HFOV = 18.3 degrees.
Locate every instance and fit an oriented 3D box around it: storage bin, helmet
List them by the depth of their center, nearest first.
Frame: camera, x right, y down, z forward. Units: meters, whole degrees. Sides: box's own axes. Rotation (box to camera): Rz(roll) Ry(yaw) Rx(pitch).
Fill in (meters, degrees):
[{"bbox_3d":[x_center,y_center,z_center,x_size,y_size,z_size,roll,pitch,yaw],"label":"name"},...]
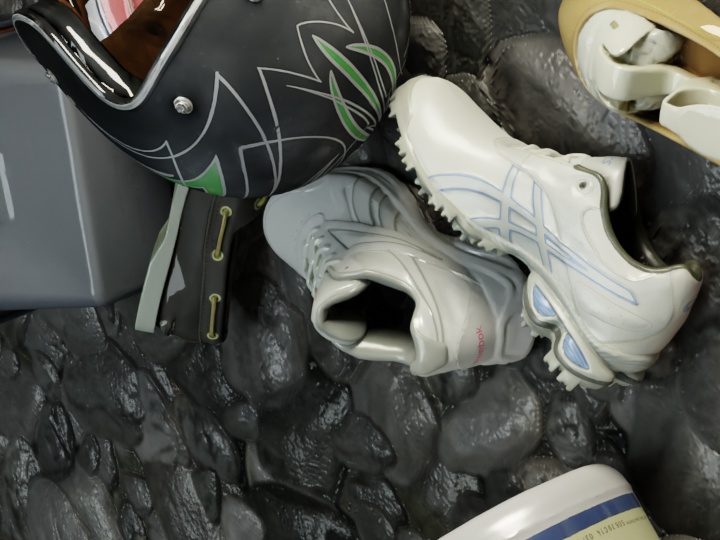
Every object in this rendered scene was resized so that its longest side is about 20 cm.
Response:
[{"bbox_3d":[-0.066,-0.132,1.190,0.191,0.200,0.200,29,127,28],"label":"helmet"},{"bbox_3d":[-0.205,-0.062,1.452,0.134,0.145,0.200,3,108,40],"label":"storage bin"}]

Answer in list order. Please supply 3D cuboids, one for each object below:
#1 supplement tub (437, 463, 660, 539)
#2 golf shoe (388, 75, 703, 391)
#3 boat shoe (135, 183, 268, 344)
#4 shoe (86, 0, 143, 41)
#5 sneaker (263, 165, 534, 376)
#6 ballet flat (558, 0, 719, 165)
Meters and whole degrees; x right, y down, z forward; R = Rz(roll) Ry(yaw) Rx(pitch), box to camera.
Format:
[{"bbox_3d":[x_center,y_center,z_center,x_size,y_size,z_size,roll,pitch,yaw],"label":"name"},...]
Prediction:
[{"bbox_3d":[0.116,0.217,1.147,0.200,0.145,0.145,62,142,13],"label":"supplement tub"},{"bbox_3d":[0.099,-0.039,1.140,0.200,0.078,0.097,52,122,16],"label":"golf shoe"},{"bbox_3d":[-0.086,-0.045,1.365,0.072,0.060,0.201,-84,11,-61],"label":"boat shoe"},{"bbox_3d":[-0.122,-0.202,1.331,0.091,0.071,0.201,-13,90,58],"label":"shoe"},{"bbox_3d":[0.000,0.000,1.239,0.200,0.099,0.078,27,125,43],"label":"sneaker"},{"bbox_3d":[0.150,-0.090,1.043,0.200,0.063,0.069,31,127,41],"label":"ballet flat"}]
